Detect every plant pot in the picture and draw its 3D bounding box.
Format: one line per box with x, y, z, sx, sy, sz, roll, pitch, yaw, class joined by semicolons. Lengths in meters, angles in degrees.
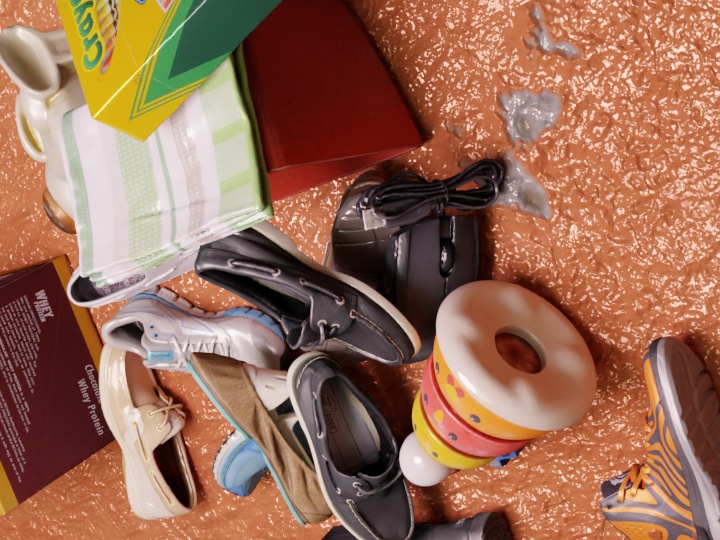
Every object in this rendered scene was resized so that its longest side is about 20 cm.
-0.099;-0.150;1.325;0.199;0.199;0.178;-17;88;38;plant pot

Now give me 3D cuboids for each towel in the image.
-0.157;-0.083;1.240;0.199;0.031;0.150;-20;79;37;towel

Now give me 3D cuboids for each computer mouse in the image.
0.055;0.009;1.329;0.053;0.138;0.201;51;144;40;computer mouse

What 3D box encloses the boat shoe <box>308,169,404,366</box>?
0.000;0.000;1.393;0.075;0.072;0.201;13;130;-6;boat shoe

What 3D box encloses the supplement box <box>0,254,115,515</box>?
-0.367;0.119;1.608;0.132;0.200;0.199;-13;103;37;supplement box

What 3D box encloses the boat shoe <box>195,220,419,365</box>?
-0.046;0.029;1.278;0.199;0.066;0.074;37;149;-13;boat shoe

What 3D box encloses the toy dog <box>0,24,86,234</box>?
-0.232;-0.118;1.451;0.194;0.139;0.200;53;156;21;toy dog

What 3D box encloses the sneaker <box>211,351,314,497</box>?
-0.067;0.161;1.506;0.090;0.078;0.200;44;128;5;sneaker

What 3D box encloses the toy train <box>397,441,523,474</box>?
0.071;0.164;1.440;0.199;0.034;0.046;-17;104;38;toy train

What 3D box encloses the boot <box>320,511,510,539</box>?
0.062;0.311;1.490;0.199;0.066;0.166;-14;94;34;boot

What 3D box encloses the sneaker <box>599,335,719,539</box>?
0.237;0.153;1.295;0.111;0.077;0.201;-10;105;35;sneaker

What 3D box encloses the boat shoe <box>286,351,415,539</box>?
0.002;0.164;1.405;0.066;0.074;0.201;3;116;65;boat shoe

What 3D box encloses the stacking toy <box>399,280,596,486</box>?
0.092;0.120;1.338;0.146;0.146;0.200;42;130;11;stacking toy

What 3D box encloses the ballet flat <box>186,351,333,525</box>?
-0.073;0.138;1.434;0.072;0.068;0.201;-33;103;6;ballet flat

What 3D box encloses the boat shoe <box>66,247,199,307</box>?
-0.199;-0.020;1.508;0.199;0.068;0.072;-22;98;29;boat shoe

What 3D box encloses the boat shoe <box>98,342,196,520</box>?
-0.206;0.157;1.606;0.069;0.074;0.201;-2;113;25;boat shoe

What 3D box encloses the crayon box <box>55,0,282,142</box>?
-0.154;-0.229;1.223;0.172;0.058;0.201;-41;49;22;crayon box

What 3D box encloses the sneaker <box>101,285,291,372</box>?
-0.160;0.074;1.523;0.199;0.087;0.076;11;115;29;sneaker
